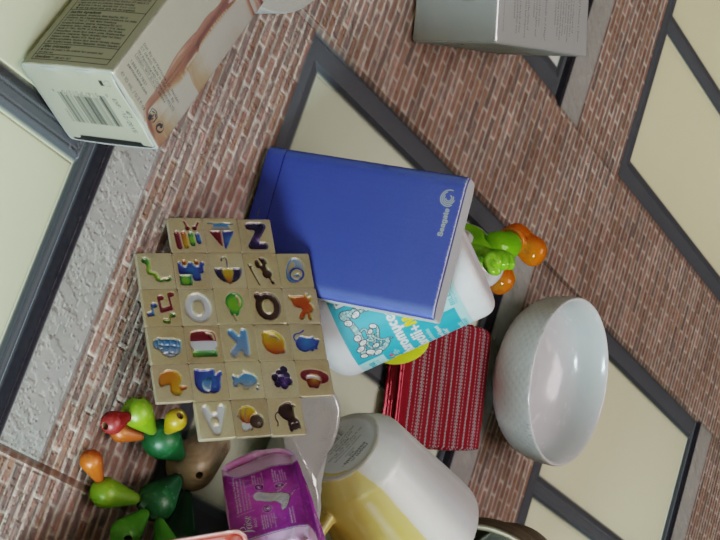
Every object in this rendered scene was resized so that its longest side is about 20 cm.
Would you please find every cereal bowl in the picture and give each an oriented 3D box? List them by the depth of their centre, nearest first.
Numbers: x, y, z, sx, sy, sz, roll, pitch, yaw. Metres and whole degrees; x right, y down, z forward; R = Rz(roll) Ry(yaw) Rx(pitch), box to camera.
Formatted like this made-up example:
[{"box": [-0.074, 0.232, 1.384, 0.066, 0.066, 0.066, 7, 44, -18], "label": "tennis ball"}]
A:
[{"box": [0.214, 0.127, 1.888, 0.200, 0.083, 0.201, -12, 105, -54], "label": "cereal bowl"}]

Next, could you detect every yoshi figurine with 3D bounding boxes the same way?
[{"box": [0.124, 0.008, 1.714, 0.200, 0.112, 0.113, -10, 103, -52], "label": "yoshi figurine"}]

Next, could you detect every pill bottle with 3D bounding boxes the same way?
[{"box": [0.017, 0.028, 1.490, 0.111, 0.199, 0.111, 63, 8, -16], "label": "pill bottle"}]

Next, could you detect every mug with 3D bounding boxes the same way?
[{"box": [0.017, 0.234, 1.571, 0.153, 0.149, 0.187, 55, 28, -34], "label": "mug"}]

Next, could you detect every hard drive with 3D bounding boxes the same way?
[{"box": [-0.008, -0.034, 1.440, 0.025, 0.199, 0.132, 40, 63, -65], "label": "hard drive"}]

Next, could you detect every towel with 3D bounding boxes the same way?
[{"box": [0.084, 0.126, 1.757, 0.200, 0.022, 0.145, 13, 83, -57], "label": "towel"}]

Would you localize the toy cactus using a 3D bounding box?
[{"box": [-0.158, 0.184, 1.372, 0.165, 0.102, 0.201, -44, 122, -55], "label": "toy cactus"}]

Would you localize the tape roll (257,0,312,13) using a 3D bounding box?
[{"box": [-0.083, -0.330, 1.426, 0.202, 0.037, 0.204, -12, 105, -53], "label": "tape roll"}]

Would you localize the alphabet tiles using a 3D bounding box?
[{"box": [-0.108, 0.048, 1.372, 0.166, 0.006, 0.201, 0, 69, -29], "label": "alphabet tiles"}]

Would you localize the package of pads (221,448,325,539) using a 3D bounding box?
[{"box": [-0.062, 0.266, 1.403, 0.121, 0.075, 0.201, -107, -178, -52], "label": "package of pads"}]

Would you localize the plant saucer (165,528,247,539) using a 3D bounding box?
[{"box": [-0.178, 0.307, 1.307, 0.037, 0.199, 0.200, -104, -174, -70], "label": "plant saucer"}]

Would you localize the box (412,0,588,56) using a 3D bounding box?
[{"box": [0.157, -0.312, 1.710, 0.200, 0.106, 0.153, -3, 97, -55], "label": "box"}]

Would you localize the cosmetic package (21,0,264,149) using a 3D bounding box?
[{"box": [-0.165, -0.199, 1.275, 0.200, 0.103, 0.087, -58, 140, -29], "label": "cosmetic package"}]

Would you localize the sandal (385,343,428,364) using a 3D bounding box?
[{"box": [0.000, 0.000, 1.584, 0.087, 0.079, 0.200, -98, 163, -59], "label": "sandal"}]

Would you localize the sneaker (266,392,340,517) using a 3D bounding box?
[{"box": [-0.069, 0.198, 1.517, 0.088, 0.075, 0.201, -142, -106, -80], "label": "sneaker"}]

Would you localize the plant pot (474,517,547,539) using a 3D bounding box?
[{"box": [0.151, 0.360, 1.769, 0.173, 0.199, 0.201, -14, 108, -70], "label": "plant pot"}]
